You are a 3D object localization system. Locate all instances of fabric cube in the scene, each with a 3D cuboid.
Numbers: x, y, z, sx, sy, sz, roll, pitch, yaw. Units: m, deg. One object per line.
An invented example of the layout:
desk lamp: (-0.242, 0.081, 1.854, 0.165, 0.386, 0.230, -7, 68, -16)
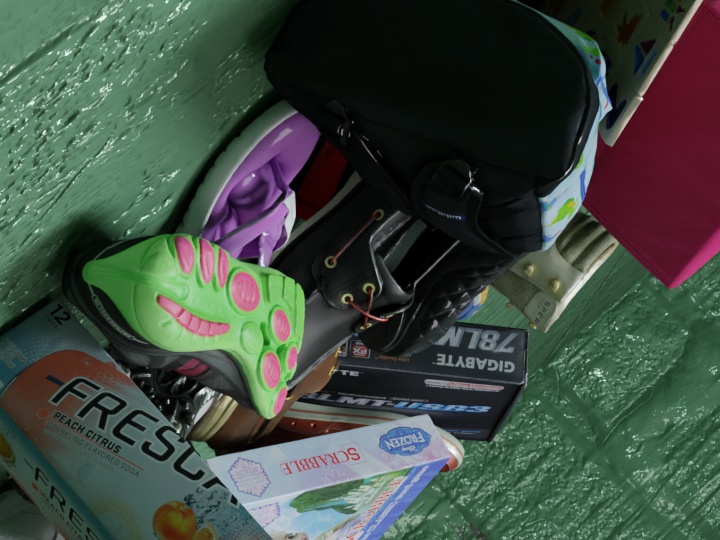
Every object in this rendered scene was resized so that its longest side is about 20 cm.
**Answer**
fabric cube: (0.238, -0.151, 1.138, 0.196, 0.200, 0.200, -35, 165, -36)

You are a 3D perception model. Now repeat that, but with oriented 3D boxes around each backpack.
backpack: (0.057, -0.078, 0.861, 0.154, 0.163, 0.200, -62, 161, -18)

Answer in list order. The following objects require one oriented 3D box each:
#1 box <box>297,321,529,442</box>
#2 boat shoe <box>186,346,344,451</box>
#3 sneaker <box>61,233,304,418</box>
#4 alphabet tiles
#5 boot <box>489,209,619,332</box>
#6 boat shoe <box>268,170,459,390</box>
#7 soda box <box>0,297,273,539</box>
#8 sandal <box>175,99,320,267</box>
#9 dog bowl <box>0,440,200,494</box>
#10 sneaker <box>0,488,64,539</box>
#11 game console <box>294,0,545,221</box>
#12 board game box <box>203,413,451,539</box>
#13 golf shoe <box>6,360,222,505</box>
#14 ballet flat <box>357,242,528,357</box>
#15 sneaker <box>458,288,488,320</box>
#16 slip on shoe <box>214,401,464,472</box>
box: (0.016, 0.081, 1.263, 0.199, 0.199, 0.050, 104, -9, -73)
boat shoe: (-0.045, 0.044, 1.113, 0.067, 0.072, 0.200, 28, 114, -33)
sneaker: (-0.088, 0.024, 0.886, 0.200, 0.083, 0.077, 46, 57, -60)
alphabet tiles: (0.138, -0.139, 0.959, 0.201, 0.008, 0.167, -61, -157, 27)
boot: (0.073, -0.011, 1.168, 0.200, 0.155, 0.072, -40, 167, -28)
boat shoe: (-0.001, -0.001, 0.987, 0.201, 0.063, 0.074, -48, 142, -4)
soda box: (-0.117, 0.113, 0.843, 0.064, 0.200, 0.068, -37, 166, -29)
sandal: (-0.066, -0.017, 0.932, 0.082, 0.050, 0.203, -29, 161, -52)
dog bowl: (-0.186, 0.176, 1.153, 0.200, 0.074, 0.200, -41, 168, -10)
sneaker: (-0.208, 0.180, 0.963, 0.078, 0.099, 0.200, -45, 159, 8)
game console: (0.046, -0.116, 1.040, 0.200, 0.031, 0.177, -35, 159, -42)
board game box: (-0.062, 0.188, 1.190, 0.199, 0.041, 0.200, -7, 146, -40)
golf shoe: (-0.130, 0.084, 1.020, 0.200, 0.077, 0.088, -38, 172, -29)
ballet flat: (0.068, -0.014, 1.076, 0.057, 0.067, 0.200, -13, 155, -51)
sneaker: (0.058, -0.005, 1.397, 0.088, 0.075, 0.200, -29, 158, -14)
slip on shoe: (-0.018, 0.137, 1.269, 0.199, 0.062, 0.074, 8, 160, -15)
